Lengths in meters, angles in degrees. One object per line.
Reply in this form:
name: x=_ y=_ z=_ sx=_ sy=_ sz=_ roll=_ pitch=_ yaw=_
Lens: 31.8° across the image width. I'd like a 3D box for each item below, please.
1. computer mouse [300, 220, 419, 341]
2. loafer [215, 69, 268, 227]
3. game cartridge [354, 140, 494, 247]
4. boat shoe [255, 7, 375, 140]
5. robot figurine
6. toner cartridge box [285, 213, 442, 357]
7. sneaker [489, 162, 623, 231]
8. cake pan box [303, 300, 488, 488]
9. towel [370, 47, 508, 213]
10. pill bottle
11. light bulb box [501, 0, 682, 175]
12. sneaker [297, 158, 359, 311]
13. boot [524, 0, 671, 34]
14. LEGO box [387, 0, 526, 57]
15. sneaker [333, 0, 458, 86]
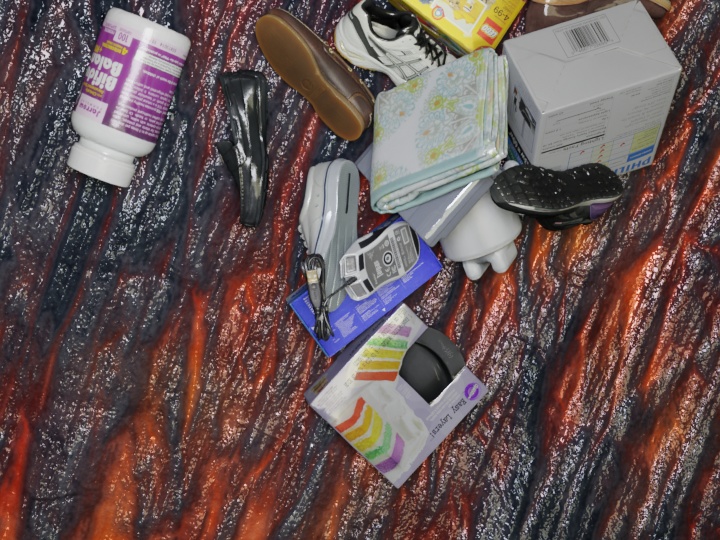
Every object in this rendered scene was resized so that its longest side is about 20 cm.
computer mouse: x=0.000 y=0.000 z=1.635 sx=0.199 sy=0.044 sz=0.111 roll=-31 pitch=114 yaw=-36
loafer: x=-0.153 y=-0.157 z=1.636 sx=0.069 sy=0.068 sz=0.204 roll=-1 pitch=95 yaw=-4
game cartridge: x=0.082 y=-0.134 z=1.622 sx=0.133 sy=0.200 sz=0.041 roll=-46 pitch=135 yaw=5
boat shoe: x=-0.055 y=-0.262 z=1.643 sx=0.201 sy=0.070 sz=0.071 roll=50 pitch=48 yaw=-18
robot figurine: x=0.144 y=-0.092 z=1.686 sx=0.167 sy=0.113 sz=0.203 roll=-15 pitch=106 yaw=25
toner cartridge box: x=0.005 y=0.017 z=1.710 sx=0.199 sy=0.043 sz=0.096 roll=-37 pitch=103 yaw=-4
sneaker: x=0.242 y=-0.080 z=1.619 sx=0.197 sy=0.076 sz=0.088 roll=-3 pitch=142 yaw=-30
cake pan box: x=0.053 y=0.166 z=1.743 sx=0.200 sy=0.052 sz=0.184 roll=-45 pitch=108 yaw=-2
towel: x=0.097 y=-0.173 z=1.574 sx=0.048 sy=0.198 sz=0.173 roll=36 pitch=47 yaw=-41
pill bottle: x=-0.293 y=-0.212 z=1.569 sx=0.111 sy=0.112 sz=0.203 roll=19 pitch=94 yaw=-15
light bulb box: x=0.287 y=-0.215 z=1.640 sx=0.195 sy=0.201 sz=0.126 roll=-18 pitch=61 yaw=-9
sneaker: x=-0.046 y=-0.045 z=1.664 sx=0.073 sy=0.070 sz=0.203 roll=19 pitch=75 yaw=-48
boot: x=0.311 y=-0.320 z=1.721 sx=0.197 sy=0.072 sz=0.169 roll=11 pitch=109 yaw=-15
LEGO box: x=0.116 y=-0.389 z=1.648 sx=0.199 sy=0.077 sz=0.150 roll=34 pitch=91 yaw=-16
sneaker: x=0.066 y=-0.285 z=1.638 sx=0.197 sy=0.088 sz=0.077 roll=19 pitch=56 yaw=-18
